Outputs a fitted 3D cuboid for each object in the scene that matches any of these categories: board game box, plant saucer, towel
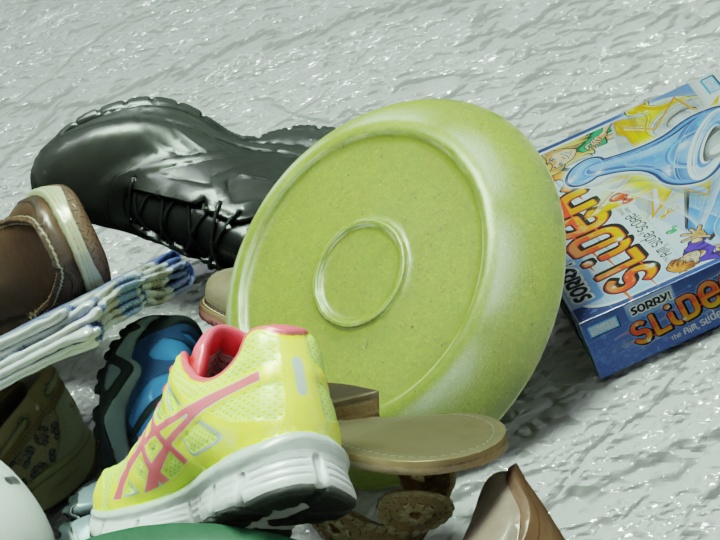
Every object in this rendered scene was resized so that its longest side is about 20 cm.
[{"bbox_3d":[0.151,-0.027,1.479,0.135,0.035,0.200,-25,25,0],"label":"board game box"},{"bbox_3d":[0.007,0.006,1.419,0.199,0.031,0.201,-15,62,31],"label":"plant saucer"},{"bbox_3d":[-0.166,0.039,1.461,0.146,0.024,0.200,-25,3,12],"label":"towel"}]

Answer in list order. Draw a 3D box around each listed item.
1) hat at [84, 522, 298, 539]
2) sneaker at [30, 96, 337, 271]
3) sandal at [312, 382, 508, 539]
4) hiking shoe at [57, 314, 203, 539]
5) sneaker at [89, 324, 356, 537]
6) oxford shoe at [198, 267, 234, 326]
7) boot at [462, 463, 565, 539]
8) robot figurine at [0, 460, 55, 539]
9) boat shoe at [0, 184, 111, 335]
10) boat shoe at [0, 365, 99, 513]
[{"bbox_3d":[-0.075,0.216,1.173,0.199,0.177,0.166,13,33,20],"label":"hat"},{"bbox_3d":[-0.084,-0.039,1.614,0.199,0.076,0.091,3,40,4],"label":"sneaker"},{"bbox_3d":[0.008,0.098,1.298,0.077,0.070,0.212,-9,9,-23],"label":"sandal"},{"bbox_3d":[-0.085,0.093,1.433,0.086,0.075,0.200,-8,38,12],"label":"hiking shoe"},{"bbox_3d":[-0.060,0.071,1.273,0.078,0.091,0.200,1,-12,-30],"label":"sneaker"},{"bbox_3d":[0.000,0.000,1.497,0.199,0.075,0.070,0,11,35],"label":"oxford shoe"},{"bbox_3d":[0.028,0.160,1.205,0.146,0.070,0.200,-35,14,4],"label":"boot"},{"bbox_3d":[-0.234,0.160,1.354,0.200,0.125,0.150,-35,27,-18],"label":"robot figurine"},{"bbox_3d":[-0.191,0.009,1.617,0.075,0.075,0.202,-26,-5,-19],"label":"boat shoe"},{"bbox_3d":[-0.223,0.122,1.490,0.200,0.063,0.073,-38,29,-29],"label":"boat shoe"}]
